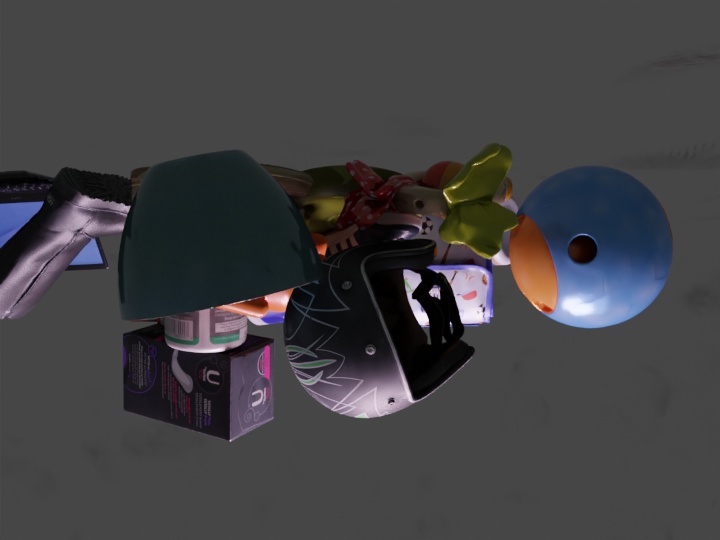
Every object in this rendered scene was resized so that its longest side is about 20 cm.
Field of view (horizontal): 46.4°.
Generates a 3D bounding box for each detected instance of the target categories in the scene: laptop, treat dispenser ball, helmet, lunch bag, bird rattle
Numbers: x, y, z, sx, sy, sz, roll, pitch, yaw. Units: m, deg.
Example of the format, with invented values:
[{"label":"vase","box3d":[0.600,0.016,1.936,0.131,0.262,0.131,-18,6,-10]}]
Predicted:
[{"label":"laptop","box3d":[-0.420,-0.050,0.984,0.175,0.104,0.200,-3,179,6]},{"label":"treat dispenser ball","box3d":[0.286,-0.029,1.051,0.199,0.203,0.201,-2,179,0]},{"label":"helmet","box3d":[0.009,0.064,0.906,0.190,0.202,0.199,-25,-168,-32]},{"label":"lunch bag","box3d":[0.099,-0.021,1.180,0.168,0.202,0.124,-2,179,3]},{"label":"bird rattle","box3d":[0.079,-0.076,0.907,0.199,0.114,0.163,0,-167,32]}]

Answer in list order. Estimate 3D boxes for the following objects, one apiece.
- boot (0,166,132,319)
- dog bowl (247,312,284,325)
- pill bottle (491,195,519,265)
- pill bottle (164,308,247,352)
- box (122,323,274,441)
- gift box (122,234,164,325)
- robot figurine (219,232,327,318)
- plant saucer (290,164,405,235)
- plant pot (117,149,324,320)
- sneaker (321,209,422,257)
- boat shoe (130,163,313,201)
[{"label":"boot","box3d":[-0.330,-0.019,0.953,0.200,0.066,0.164,-47,151,16]},{"label":"dog bowl","box3d":[-0.155,-0.006,1.508,0.078,0.202,0.200,-6,178,14]},{"label":"pill bottle","box3d":[0.154,-0.064,1.371,0.199,0.117,0.115,-2,180,35]},{"label":"pill bottle","box3d":[-0.206,-0.001,1.122,0.112,0.202,0.113,2,-169,0]},{"label":"box","box3d":[-0.230,0.150,1.196,0.199,0.123,0.106,9,-167,29]},{"label":"gift box","box3d":[-0.240,-0.022,1.267,0.198,0.186,0.187,-6,-173,16]},{"label":"robot figurine","box3d":[-0.140,-0.014,0.986,0.198,0.145,0.117,8,166,-9]},{"label":"plant saucer","box3d":[-0.014,-0.073,1.038,0.198,0.031,0.200,1,162,0]},{"label":"plant pot","box3d":[-0.145,-0.041,0.811,0.198,0.136,0.200,-11,-174,1]},{"label":"sneaker","box3d":[0.000,0.000,1.032,0.070,0.109,0.199,16,155,-40]},{"label":"boat shoe","box3d":[-0.150,-0.081,0.929,0.198,0.065,0.071,-2,179,-9]}]
